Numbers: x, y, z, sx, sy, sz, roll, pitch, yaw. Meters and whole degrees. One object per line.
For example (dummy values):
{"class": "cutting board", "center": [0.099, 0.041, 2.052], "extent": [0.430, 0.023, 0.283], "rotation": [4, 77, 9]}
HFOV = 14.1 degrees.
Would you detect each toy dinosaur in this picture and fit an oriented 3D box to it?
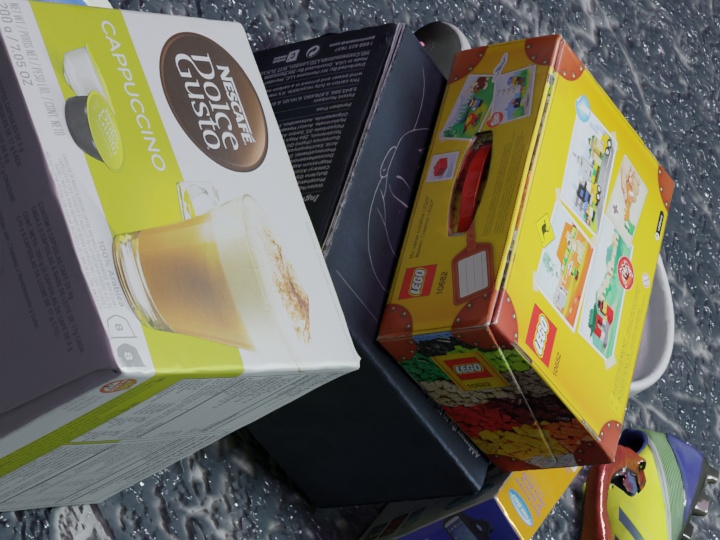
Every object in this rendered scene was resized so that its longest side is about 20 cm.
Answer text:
{"class": "toy dinosaur", "center": [0.157, 0.206, 1.779], "extent": [0.105, 0.182, 0.200], "rotation": [1, 19, -33]}

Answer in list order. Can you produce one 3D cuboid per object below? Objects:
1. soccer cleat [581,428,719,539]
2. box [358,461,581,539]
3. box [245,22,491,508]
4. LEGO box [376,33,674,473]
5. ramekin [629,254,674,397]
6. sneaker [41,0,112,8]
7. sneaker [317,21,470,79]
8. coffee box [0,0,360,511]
{"class": "soccer cleat", "center": [0.176, 0.180, 1.933], "extent": [0.083, 0.065, 0.200], "rotation": [27, 42, 3]}
{"class": "box", "center": [0.071, 0.134, 1.754], "extent": [0.042, 0.119, 0.200], "rotation": [59, 32, -7]}
{"class": "box", "center": [0.000, 0.000, 1.693], "extent": [0.200, 0.124, 0.197], "rotation": [52, 42, -37]}
{"class": "LEGO box", "center": [0.098, -0.008, 1.664], "extent": [0.149, 0.077, 0.201], "rotation": [47, 47, -40]}
{"class": "ramekin", "center": [0.105, 0.008, 1.909], "extent": [0.200, 0.105, 0.201], "rotation": [32, 42, -35]}
{"class": "sneaker", "center": [-0.145, -0.083, 1.672], "extent": [0.200, 0.077, 0.111], "rotation": [47, 42, -34]}
{"class": "sneaker", "center": [0.010, -0.131, 1.915], "extent": [0.099, 0.071, 0.200], "rotation": [52, 38, -21]}
{"class": "coffee box", "center": [-0.156, -0.003, 1.479], "extent": [0.197, 0.200, 0.200], "rotation": [1, 66, -53]}
